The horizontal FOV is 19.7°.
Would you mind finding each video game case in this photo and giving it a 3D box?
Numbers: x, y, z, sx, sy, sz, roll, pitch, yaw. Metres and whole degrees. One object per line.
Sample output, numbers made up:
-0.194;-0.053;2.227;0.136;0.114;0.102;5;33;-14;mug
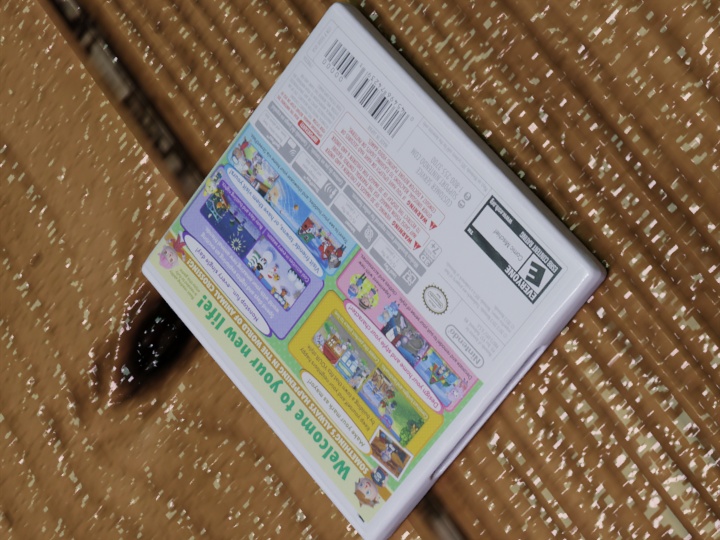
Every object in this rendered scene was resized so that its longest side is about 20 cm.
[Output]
0.000;0.000;1.024;0.200;0.022;0.182;48;113;24;video game case
